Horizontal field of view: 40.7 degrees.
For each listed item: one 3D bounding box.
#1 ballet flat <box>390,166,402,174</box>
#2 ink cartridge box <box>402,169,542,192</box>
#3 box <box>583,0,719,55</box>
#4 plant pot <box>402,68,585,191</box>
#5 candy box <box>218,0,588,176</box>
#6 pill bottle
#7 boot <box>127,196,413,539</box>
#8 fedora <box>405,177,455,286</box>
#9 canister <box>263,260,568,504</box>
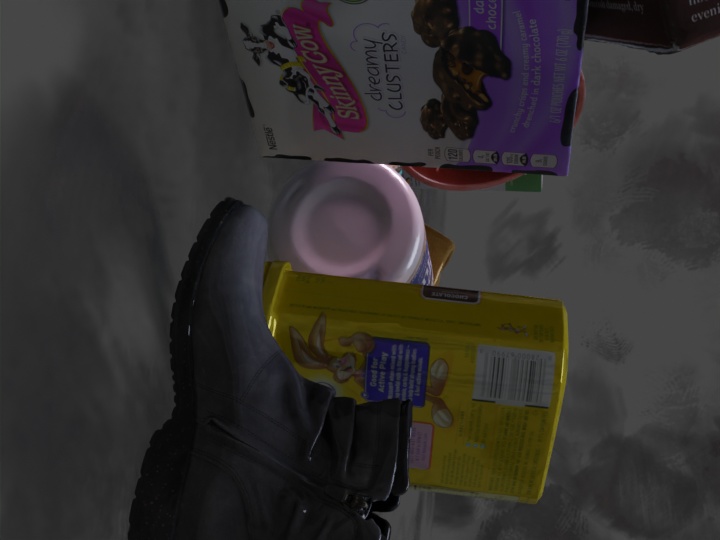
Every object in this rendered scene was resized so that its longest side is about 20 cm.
[{"bbox_3d":[0.004,-0.108,0.904,0.200,0.067,0.076,-36,109,-86],"label":"ballet flat"},{"bbox_3d":[0.130,-0.178,1.204,0.084,0.197,0.146,79,18,-49],"label":"ink cartridge box"},{"bbox_3d":[0.188,-0.246,0.535,0.164,0.164,0.202,-125,-162,-70],"label":"box"},{"bbox_3d":[0.108,-0.224,1.012,0.202,0.198,0.197,83,-5,-53],"label":"plant pot"},{"bbox_3d":[0.027,-0.138,0.555,0.169,0.197,0.072,79,18,-55],"label":"candy box"},{"bbox_3d":[0.000,0.000,0.740,0.200,0.109,0.113,66,30,-72],"label":"pill bottle"},{"bbox_3d":[-0.033,0.064,0.500,0.070,0.130,0.203,65,31,-71],"label":"boot"},{"bbox_3d":[0.049,0.001,1.025,0.201,0.081,0.203,20,90,-88],"label":"fedora"},{"bbox_3d":[0.022,0.074,0.611,0.087,0.197,0.150,-78,172,-50],"label":"canister"}]
